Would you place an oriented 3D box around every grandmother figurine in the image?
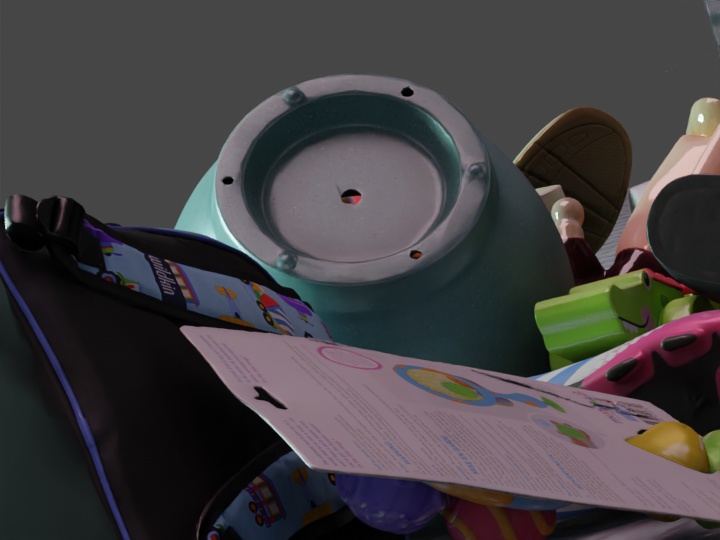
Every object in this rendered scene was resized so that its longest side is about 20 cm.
[{"bbox_3d":[0.143,0.004,1.156,0.200,0.121,0.061,-57,-14,-32],"label":"grandmother figurine"}]

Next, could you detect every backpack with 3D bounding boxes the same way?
[{"bbox_3d":[-0.077,0.074,0.875,0.134,0.183,0.200,-35,-18,23],"label":"backpack"}]

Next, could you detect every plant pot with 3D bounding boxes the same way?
[{"bbox_3d":[0.000,0.000,1.055,0.200,0.201,0.134,-19,-37,-9],"label":"plant pot"}]

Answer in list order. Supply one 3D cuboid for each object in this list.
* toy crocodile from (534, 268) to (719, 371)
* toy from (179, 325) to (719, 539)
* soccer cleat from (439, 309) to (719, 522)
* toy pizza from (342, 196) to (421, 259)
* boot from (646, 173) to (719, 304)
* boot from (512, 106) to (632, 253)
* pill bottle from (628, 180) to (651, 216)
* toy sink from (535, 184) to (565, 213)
[{"bbox_3d":[0.137,0.031,1.043,0.067,0.062,0.200,-17,-20,32],"label":"toy crocodile"},{"bbox_3d":[0.044,0.069,0.814,0.199,0.047,0.115,6,17,-29],"label":"toy"},{"bbox_3d":[0.119,0.056,0.951,0.200,0.070,0.086,-15,-3,27],"label":"soccer cleat"},{"bbox_3d":[0.015,0.022,1.174,0.200,0.201,0.032,-19,-32,-9],"label":"toy pizza"},{"bbox_3d":[0.228,0.019,1.000,0.188,0.069,0.200,10,-5,26],"label":"boot"},{"bbox_3d":[0.081,-0.002,1.438,0.200,0.072,0.155,-62,9,-9],"label":"boot"},{"bbox_3d":[0.261,-0.040,1.383,0.199,0.111,0.111,-18,3,0],"label":"pill bottle"},{"bbox_3d":[0.025,0.046,1.278,0.200,0.112,0.130,-24,4,-13],"label":"toy sink"}]
